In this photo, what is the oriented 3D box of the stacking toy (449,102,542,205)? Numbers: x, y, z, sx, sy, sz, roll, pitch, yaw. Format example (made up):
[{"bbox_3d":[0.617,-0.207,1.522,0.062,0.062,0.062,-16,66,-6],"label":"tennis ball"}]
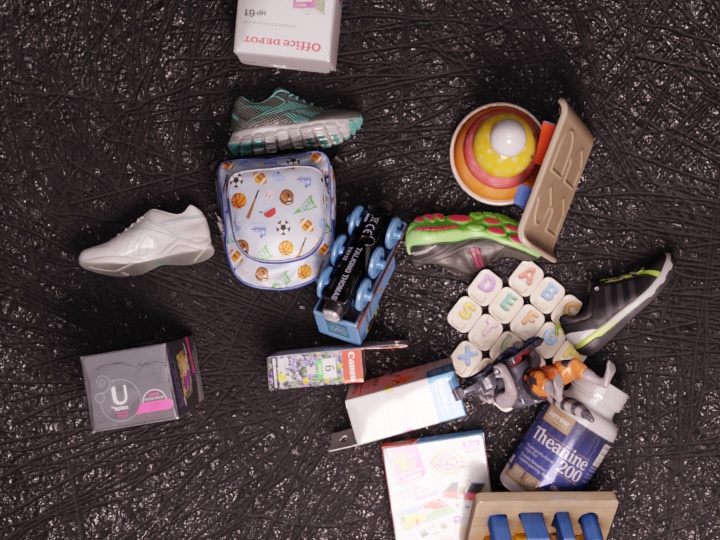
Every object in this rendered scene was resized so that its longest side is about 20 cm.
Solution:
[{"bbox_3d":[0.196,-0.167,1.562,0.144,0.200,0.148,0,91,3],"label":"stacking toy"}]

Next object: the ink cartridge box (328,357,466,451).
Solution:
[{"bbox_3d":[0.044,0.188,1.611,0.197,0.115,0.069,-16,94,4],"label":"ink cartridge box"}]

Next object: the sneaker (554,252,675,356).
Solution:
[{"bbox_3d":[0.359,0.033,1.616,0.200,0.072,0.083,-43,85,-4],"label":"sneaker"}]

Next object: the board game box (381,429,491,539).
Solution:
[{"bbox_3d":[0.118,0.341,1.648,0.151,0.040,0.203,-8,90,3],"label":"board game box"}]

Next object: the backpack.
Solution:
[{"bbox_3d":[-0.114,-0.068,1.610,0.197,0.154,0.193,-5,100,0],"label":"backpack"}]

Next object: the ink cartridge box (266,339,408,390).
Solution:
[{"bbox_3d":[-0.028,0.133,1.620,0.197,0.109,0.051,-5,90,3],"label":"ink cartridge box"}]

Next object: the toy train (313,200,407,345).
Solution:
[{"bbox_3d":[0.000,0.000,1.594,0.086,0.115,0.201,17,61,16],"label":"toy train"}]

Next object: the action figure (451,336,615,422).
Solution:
[{"bbox_3d":[0.220,0.164,1.551,0.199,0.192,0.106,-25,100,-36],"label":"action figure"}]

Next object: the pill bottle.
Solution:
[{"bbox_3d":[0.290,0.239,1.604,0.110,0.111,0.201,31,92,2],"label":"pill bottle"}]

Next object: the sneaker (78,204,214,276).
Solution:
[{"bbox_3d":[-0.313,-0.042,1.662,0.197,0.071,0.081,-10,75,0],"label":"sneaker"}]

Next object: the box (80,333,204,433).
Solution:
[{"bbox_3d":[-0.298,0.154,1.589,0.120,0.200,0.108,-10,89,3],"label":"box"}]

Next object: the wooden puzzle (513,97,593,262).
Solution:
[{"bbox_3d":[0.261,-0.123,1.576,0.046,0.185,0.203,16,90,23],"label":"wooden puzzle"}]

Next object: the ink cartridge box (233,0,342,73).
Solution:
[{"bbox_3d":[-0.098,-0.395,1.634,0.142,0.085,0.203,5,92,3],"label":"ink cartridge box"}]

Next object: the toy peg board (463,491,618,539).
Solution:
[{"bbox_3d":[0.244,0.404,1.548,0.197,0.098,0.201,1,128,-9],"label":"toy peg board"}]

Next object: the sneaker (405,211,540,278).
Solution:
[{"bbox_3d":[0.161,-0.034,1.639,0.197,0.077,0.085,4,125,-4],"label":"sneaker"}]

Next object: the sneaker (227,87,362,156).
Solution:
[{"bbox_3d":[-0.096,-0.223,1.643,0.197,0.078,0.093,-7,75,-5],"label":"sneaker"}]

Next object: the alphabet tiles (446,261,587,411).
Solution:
[{"bbox_3d":[0.227,0.095,1.655,0.199,0.015,0.196,39,92,2],"label":"alphabet tiles"}]
